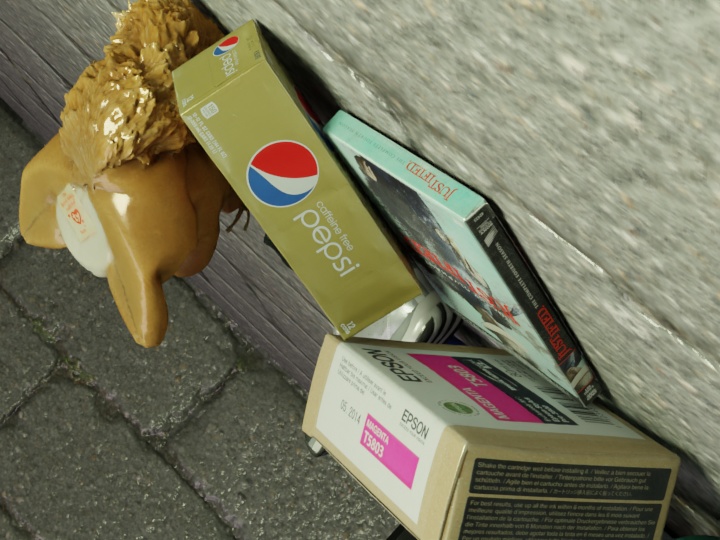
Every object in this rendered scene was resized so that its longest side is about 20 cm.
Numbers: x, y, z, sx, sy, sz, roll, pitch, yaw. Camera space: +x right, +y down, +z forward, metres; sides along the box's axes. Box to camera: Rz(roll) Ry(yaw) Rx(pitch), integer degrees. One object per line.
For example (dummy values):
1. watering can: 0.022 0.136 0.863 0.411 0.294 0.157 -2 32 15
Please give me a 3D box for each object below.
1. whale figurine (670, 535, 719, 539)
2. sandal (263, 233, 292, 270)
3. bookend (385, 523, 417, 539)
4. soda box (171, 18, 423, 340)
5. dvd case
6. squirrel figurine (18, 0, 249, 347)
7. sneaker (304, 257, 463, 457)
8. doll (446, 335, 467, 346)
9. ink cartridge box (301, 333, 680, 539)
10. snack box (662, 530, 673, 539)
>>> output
1. whale figurine: 0.198 0.222 0.908 0.104 0.159 0.199 51 -165 30
2. sandal: -0.055 -0.021 1.309 0.075 0.048 0.201 43 172 12
3. bookend: 0.064 0.223 1.390 0.199 0.200 0.092 43 171 2
4. soda box: -0.038 -0.054 0.909 0.201 0.064 0.068 54 -172 -32
5. dvd case: 0.066 -0.006 0.891 0.146 0.022 0.200 37 170 45
6. squirrel figurine: -0.121 -0.086 0.978 0.141 0.186 0.202 32 135 29
7. sneaker: -0.006 0.050 1.121 0.075 0.200 0.116 -18 -116 -49
8. doll: 0.096 0.127 1.097 0.048 0.138 0.200 -3 -146 -32
9. ink cartridge box: 0.078 0.110 0.915 0.163 0.076 0.200 8 -167 -29
10. snack box: 0.179 0.193 1.188 0.200 0.053 0.142 43 171 17
